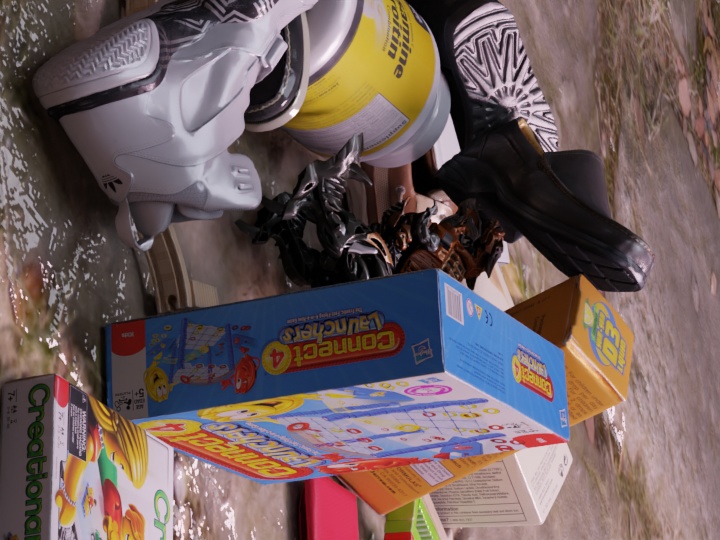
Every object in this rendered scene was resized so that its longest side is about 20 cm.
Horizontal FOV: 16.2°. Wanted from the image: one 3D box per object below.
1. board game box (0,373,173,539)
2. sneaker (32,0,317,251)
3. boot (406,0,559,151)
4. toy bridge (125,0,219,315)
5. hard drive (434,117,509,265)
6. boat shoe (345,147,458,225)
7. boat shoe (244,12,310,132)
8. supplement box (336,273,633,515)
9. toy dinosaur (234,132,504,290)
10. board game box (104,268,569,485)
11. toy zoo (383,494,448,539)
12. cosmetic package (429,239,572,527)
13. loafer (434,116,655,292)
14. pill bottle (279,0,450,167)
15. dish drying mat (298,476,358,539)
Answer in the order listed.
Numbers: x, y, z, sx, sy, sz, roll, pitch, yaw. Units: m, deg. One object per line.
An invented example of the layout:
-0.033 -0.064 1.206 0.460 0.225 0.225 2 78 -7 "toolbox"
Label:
-0.135 0.166 1.240 0.126 0.034 0.202 41 44 -59 "board game box"
-0.080 -0.094 1.365 0.199 0.075 0.116 -32 106 -38 "sneaker"
0.059 -0.142 1.734 0.200 0.065 0.166 -135 -151 -57 "boot"
-0.114 -0.074 1.410 0.067 0.027 0.202 19 61 -65 "toy bridge"
0.066 -0.104 1.881 0.132 0.026 0.202 4 77 -68 "hard drive"
0.034 -0.038 1.706 0.076 0.071 0.201 -51 127 -62 "boat shoe"
-0.079 -0.175 1.457 0.068 0.071 0.202 34 41 -63 "boat shoe"
0.072 0.079 1.567 0.069 0.199 0.067 44 37 -24 "supplement box"
0.000 0.000 1.514 0.136 0.102 0.200 57 38 2 "toy dinosaur"
-0.009 0.063 1.386 0.200 0.194 0.056 31 53 -62 "board game box"
0.035 0.248 1.629 0.132 0.020 0.201 67 23 -47 "toy zoo"
0.057 0.071 1.665 0.071 0.104 0.201 -58 136 -46 "cosmetic package"
0.123 -0.047 1.569 0.072 0.200 0.073 -48 129 -6 "loafer"
-0.017 -0.133 1.567 0.200 0.111 0.113 34 49 -61 "pill bottle"
-0.017 0.227 1.535 0.077 0.018 0.202 40 43 -62 "dish drying mat"
